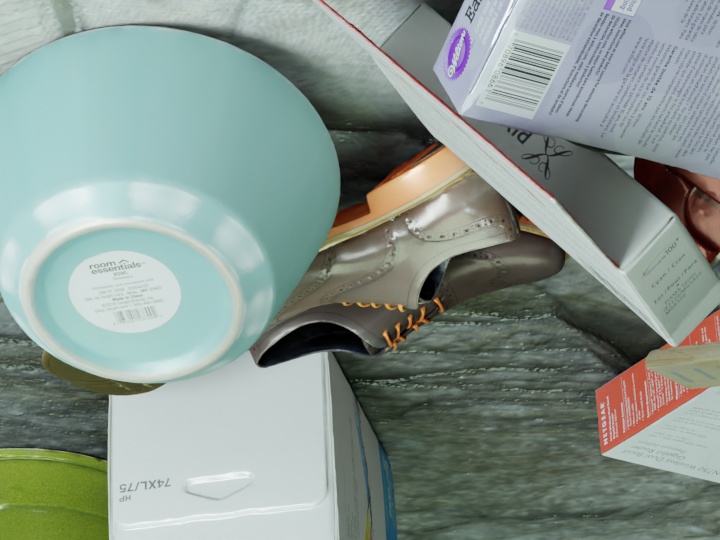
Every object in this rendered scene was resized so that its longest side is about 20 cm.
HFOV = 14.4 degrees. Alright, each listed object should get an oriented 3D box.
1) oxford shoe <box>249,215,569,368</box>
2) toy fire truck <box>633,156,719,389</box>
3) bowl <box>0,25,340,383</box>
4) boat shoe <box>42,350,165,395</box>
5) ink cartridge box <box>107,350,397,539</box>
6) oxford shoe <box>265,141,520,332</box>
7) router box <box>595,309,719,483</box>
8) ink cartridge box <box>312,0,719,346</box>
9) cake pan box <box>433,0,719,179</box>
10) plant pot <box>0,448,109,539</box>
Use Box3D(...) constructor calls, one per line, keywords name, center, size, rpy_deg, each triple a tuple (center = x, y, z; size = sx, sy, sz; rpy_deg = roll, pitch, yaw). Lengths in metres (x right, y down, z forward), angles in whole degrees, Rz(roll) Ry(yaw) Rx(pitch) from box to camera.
Box3D(name="oxford shoe", center=(0.028, 0.016, 1.659), size=(0.200, 0.073, 0.071), rpy_deg=(-11, 151, 14))
Box3D(name="toy fire truck", center=(0.206, -0.007, 1.511), size=(0.176, 0.129, 0.200), rpy_deg=(33, 110, -13))
Box3D(name="bowl", center=(-0.112, -0.017, 1.486), size=(0.201, 0.105, 0.201), rpy_deg=(2, 133, 2))
Box3D(name="boat shoe", center=(-0.127, 0.015, 1.664), size=(0.073, 0.063, 0.201), rpy_deg=(23, 149, -13))
Box3D(name="ink cartridge box", center=(-0.066, 0.158, 1.835), size=(0.147, 0.146, 0.200), rpy_deg=(-8, 152, 9))
Box3D(name="oxford shoe", center=(0.000, 0.000, 1.588), size=(0.200, 0.073, 0.071), rpy_deg=(-31, -174, 32))
Box3D(name="router box", center=(0.285, 0.083, 1.837), size=(0.200, 0.049, 0.179), rpy_deg=(14, 147, -30))
Box3D(name="ink cartridge box", center=(0.077, -0.065, 1.399), size=(0.045, 0.200, 0.176), rpy_deg=(-46, 146, -1))
Box3D(name="cake pan box", center=(0.153, -0.138, 1.322), size=(0.184, 0.052, 0.200), rpy_deg=(12, 118, -24))
Box3D(name="plant pot", center=(-0.236, 0.250, 1.938), size=(0.200, 0.193, 0.200), rpy_deg=(-2, 152, -1))
